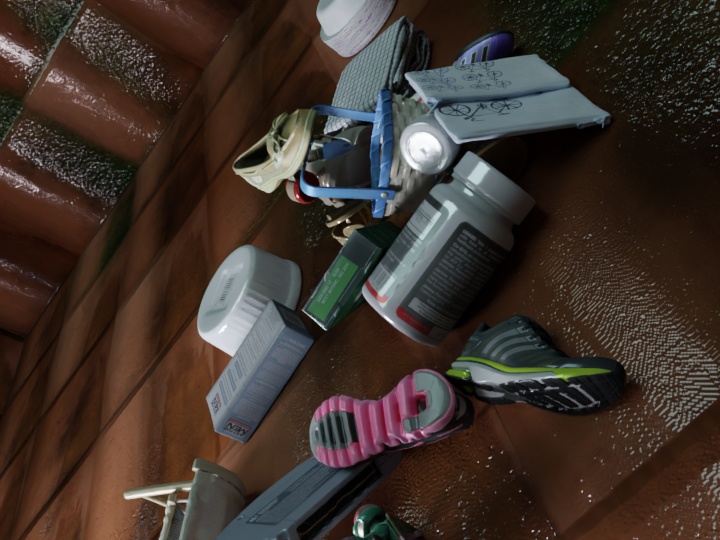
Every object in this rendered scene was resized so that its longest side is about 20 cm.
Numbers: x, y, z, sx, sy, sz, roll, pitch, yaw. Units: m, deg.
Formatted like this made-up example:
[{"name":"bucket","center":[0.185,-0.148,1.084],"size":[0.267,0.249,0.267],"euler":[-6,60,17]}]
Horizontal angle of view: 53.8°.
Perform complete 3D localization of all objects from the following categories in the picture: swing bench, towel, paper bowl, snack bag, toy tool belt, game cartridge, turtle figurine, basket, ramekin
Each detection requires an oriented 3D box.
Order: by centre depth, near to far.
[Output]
[{"name":"turtle figurine","center":[0.024,0.278,0.648],"size":[0.101,0.150,0.200],"euler":[-43,36,-6]},{"name":"game cartridge","center":[-0.058,0.251,0.781],"size":[0.199,0.041,0.133],"euler":[-31,10,-40]},{"name":"snack bag","center":[0.164,-0.206,0.832],"size":[0.201,0.187,0.022],"euler":[-108,12,-53]},{"name":"basket","center":[0.021,-0.157,0.965],"size":[0.140,0.198,0.177],"euler":[105,171,-49]},{"name":"swing bench","center":[-0.244,0.394,0.969],"size":[0.199,0.129,0.200],"euler":[-29,40,36]},{"name":"toy tool belt","center":[-0.062,-0.159,1.097],"size":[0.122,0.126,0.199],"euler":[16,36,42]},{"name":"towel","center":[0.035,-0.312,1.215],"size":[0.165,0.085,0.201],"euler":[-26,42,44]},{"name":"ramekin","center":[-0.198,0.054,1.235],"size":[0.200,0.097,0.202],"euler":[-38,36,34]},{"name":"paper bowl","center":[-0.016,-0.569,1.511],"size":[0.200,0.104,0.202],"euler":[-39,34,32]}]

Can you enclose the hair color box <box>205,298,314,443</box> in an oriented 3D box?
[{"name":"hair color box","center":[-0.161,0.157,1.118],"size":[0.201,0.060,0.099],"euler":[-56,28,7]}]

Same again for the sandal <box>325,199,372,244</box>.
[{"name":"sandal","center":[-0.006,-0.066,1.082],"size":[0.077,0.070,0.212],"euler":[-32,9,-2]}]

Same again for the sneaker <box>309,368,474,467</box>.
[{"name":"sneaker","center":[0.034,0.166,0.757],"size":[0.199,0.095,0.080],"euler":[-22,62,34]}]

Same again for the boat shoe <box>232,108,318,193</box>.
[{"name":"boat shoe","center":[-0.117,-0.165,0.960],"size":[0.200,0.063,0.074],"euler":[-24,48,62]}]

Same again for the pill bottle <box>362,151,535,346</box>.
[{"name":"pill bottle","center":[0.101,-0.024,0.806],"size":[0.201,0.113,0.114],"euler":[-54,29,10]}]

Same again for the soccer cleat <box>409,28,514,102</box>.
[{"name":"soccer cleat","center":[0.146,-0.259,1.018],"size":[0.200,0.068,0.074],"euler":[-36,60,31]}]

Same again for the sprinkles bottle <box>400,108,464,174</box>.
[{"name":"sprinkles bottle","center":[0.120,-0.194,0.898],"size":[0.068,0.068,0.200],"euler":[-29,14,43]}]

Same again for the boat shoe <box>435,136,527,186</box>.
[{"name":"boat shoe","center":[0.122,-0.096,0.883],"size":[0.200,0.070,0.071],"euler":[-49,31,19]}]

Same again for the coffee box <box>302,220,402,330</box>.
[{"name":"coffee box","center":[0.000,0.000,0.908],"size":[0.123,0.044,0.200],"euler":[-56,-8,15]}]

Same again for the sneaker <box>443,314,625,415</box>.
[{"name":"sneaker","center":[0.159,0.081,0.663],"size":[0.199,0.074,0.081],"euler":[-4,57,55]}]
